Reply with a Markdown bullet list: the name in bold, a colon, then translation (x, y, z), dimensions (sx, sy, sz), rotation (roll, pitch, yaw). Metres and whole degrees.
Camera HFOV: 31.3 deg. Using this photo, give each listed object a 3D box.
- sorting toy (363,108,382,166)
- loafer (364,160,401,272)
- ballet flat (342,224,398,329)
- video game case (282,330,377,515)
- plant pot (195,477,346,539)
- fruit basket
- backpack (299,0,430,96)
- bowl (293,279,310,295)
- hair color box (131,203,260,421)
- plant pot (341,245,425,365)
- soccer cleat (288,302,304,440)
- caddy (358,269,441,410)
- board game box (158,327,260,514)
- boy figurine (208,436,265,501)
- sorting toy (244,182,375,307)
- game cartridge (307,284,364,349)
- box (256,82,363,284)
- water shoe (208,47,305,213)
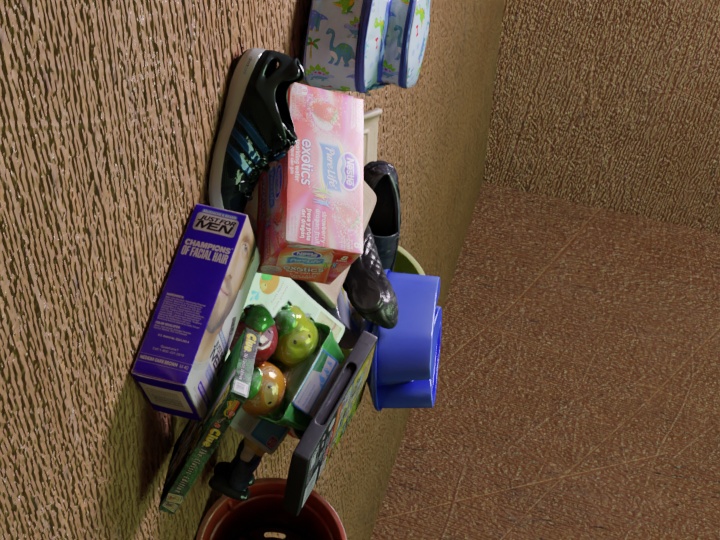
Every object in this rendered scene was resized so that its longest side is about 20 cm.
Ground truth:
- **sorting toy**: translation (-0.046, -0.113, 1.740), dimensions (0.185, 0.036, 0.200), rotation (-25, 131, -43)
- **loafer**: translation (0.019, -0.049, 1.751), dimensions (0.070, 0.068, 0.201), rotation (-114, -153, -71)
- **ballet flat**: translation (0.000, 0.000, 1.668), dimensions (0.057, 0.066, 0.200), rotation (55, 12, -44)
- **video game case**: translation (-0.039, 0.191, 1.583), dimensions (0.181, 0.025, 0.200), rotation (-59, 171, -29)
- **plant pot**: translation (-0.123, 0.404, 1.759), dimensions (0.195, 0.201, 0.201), rotation (102, 5, -67)
- **fruit basket**: translation (-0.108, 0.098, 1.500), dimensions (0.185, 0.094, 0.200), rotation (-60, 141, -16)
- **backpack**: translation (0.010, -0.314, 1.643), dimensions (0.200, 0.147, 0.183), rotation (-42, 142, -68)
- **bowl**: translation (-0.095, 0.098, 1.807), dimensions (0.200, 0.075, 0.200), rotation (-59, 160, -63)
- **hair color box**: translation (-0.168, 0.044, 1.349), dimensions (0.109, 0.065, 0.200), rotation (82, 22, -64)
- **plant pot**: translation (-0.008, 0.076, 2.016), dimensions (0.190, 0.200, 0.200), rotation (111, -2, -60)
- **soccer cleat**: translation (-0.091, 0.124, 1.691), dimensions (0.073, 0.068, 0.200), rotation (3, -78, 58)
- **caddy**: translation (0.050, 0.091, 1.702), dimensions (0.141, 0.105, 0.200), rotation (82, 13, -49)
- **board game box**: translation (-0.164, 0.164, 1.385), dimensions (0.200, 0.023, 0.105), rotation (-57, -167, 34)
- **boy figurine**: translation (-0.130, 0.195, 1.624), dimensions (0.124, 0.064, 0.200), rotation (-74, -174, -66)
- **sorting toy**: translation (-0.065, -0.081, 1.593), dimensions (0.185, 0.036, 0.200), rotation (47, 46, -34)
- **game cartridge**: translation (-0.029, 0.041, 1.757), dimensions (0.200, 0.040, 0.134), rotation (31, 45, -75)
- **box**: translation (-0.057, -0.098, 1.461), dimensions (0.103, 0.095, 0.200), rotation (137, -42, -57)
- **water shoe**: translation (-0.110, -0.137, 1.385), dimensions (0.072, 0.079, 0.200), rotation (-34, 136, -75)
